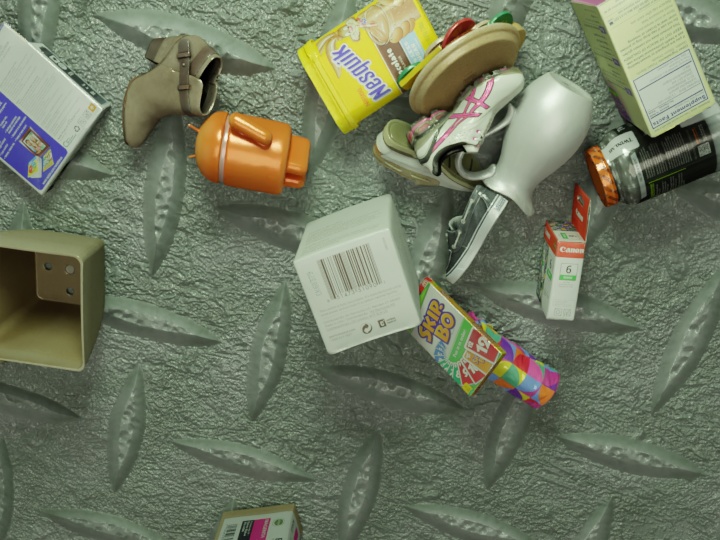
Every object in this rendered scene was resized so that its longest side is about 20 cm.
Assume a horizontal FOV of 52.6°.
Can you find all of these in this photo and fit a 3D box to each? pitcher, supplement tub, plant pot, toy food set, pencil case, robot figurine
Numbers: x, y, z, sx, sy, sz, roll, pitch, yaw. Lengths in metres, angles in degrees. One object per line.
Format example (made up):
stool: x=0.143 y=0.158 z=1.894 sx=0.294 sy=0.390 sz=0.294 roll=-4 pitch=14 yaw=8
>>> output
pitcher: x=0.254 y=-0.208 z=1.137 sx=0.168 sy=0.122 sz=0.203 roll=18 pitch=120 yaw=-20
supplement tub: x=0.461 y=-0.182 z=1.136 sx=0.196 sy=0.123 sz=0.125 roll=-22 pitch=108 yaw=11
plant pot: x=-0.537 y=0.027 z=1.251 sx=0.194 sy=0.178 sz=0.206 roll=8 pitch=111 yaw=0
toy food set: x=0.154 y=-0.305 z=1.088 sx=0.198 sy=0.196 sz=0.049 roll=-37 pitch=72 yaw=26
pencil case: x=0.260 y=0.162 z=1.302 sx=0.198 sy=0.089 sz=0.089 roll=36 pitch=109 yaw=-10
robot figurine: x=-0.180 y=-0.191 z=1.172 sx=0.194 sy=0.144 sz=0.120 roll=9 pitch=102 yaw=-7

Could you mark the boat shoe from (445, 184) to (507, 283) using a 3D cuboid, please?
boat shoe: x=0.174 y=-0.060 z=1.208 sx=0.067 sy=0.072 sz=0.202 roll=33 pitch=142 yaw=8

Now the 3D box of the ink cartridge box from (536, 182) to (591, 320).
ink cartridge box: x=0.334 y=-0.033 z=1.207 sx=0.049 sy=0.109 sz=0.206 roll=3 pitch=111 yaw=2

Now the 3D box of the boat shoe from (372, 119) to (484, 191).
boat shoe: x=0.112 y=-0.178 z=1.192 sx=0.196 sy=0.076 sz=0.068 roll=25 pitch=146 yaw=-18

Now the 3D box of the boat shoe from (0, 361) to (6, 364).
boat shoe: x=-0.687 y=0.076 z=1.345 sx=0.072 sy=0.075 sz=0.204 roll=-20 pitch=117 yaw=0

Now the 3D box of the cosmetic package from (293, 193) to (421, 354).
cosmetic package: x=0.000 y=0.000 z=1.193 sx=0.161 sy=0.201 sz=0.169 roll=-17 pitch=109 yaw=10

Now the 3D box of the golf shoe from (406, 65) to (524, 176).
golf shoe: x=0.170 y=-0.224 z=1.102 sx=0.198 sy=0.072 sz=0.094 roll=-34 pitch=75 yaw=15

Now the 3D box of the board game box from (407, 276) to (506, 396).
board game box: x=0.152 y=0.110 z=1.261 sx=0.200 sy=0.030 sz=0.097 roll=47 pitch=113 yaw=28

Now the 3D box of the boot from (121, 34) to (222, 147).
boot: x=-0.296 y=-0.274 z=1.152 sx=0.144 sy=0.070 sz=0.205 roll=25 pitch=105 yaw=26

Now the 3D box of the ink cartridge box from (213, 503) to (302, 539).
ink cartridge box: x=-0.208 y=0.556 z=1.418 sx=0.160 sy=0.201 sz=0.077 roll=-10 pitch=112 yaw=7

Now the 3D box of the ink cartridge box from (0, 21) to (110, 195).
ink cartridge box: x=-0.552 y=-0.268 z=1.213 sx=0.199 sy=0.044 sz=0.198 roll=41 pitch=108 yaw=-13

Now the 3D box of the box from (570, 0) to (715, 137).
box: x=0.405 y=-0.322 z=1.057 sx=0.095 sy=0.177 sz=0.203 roll=-26 pitch=107 yaw=14

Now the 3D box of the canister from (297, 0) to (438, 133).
canister: x=0.021 y=-0.331 z=1.129 sx=0.197 sy=0.087 sz=0.150 roll=-30 pitch=107 yaw=12
